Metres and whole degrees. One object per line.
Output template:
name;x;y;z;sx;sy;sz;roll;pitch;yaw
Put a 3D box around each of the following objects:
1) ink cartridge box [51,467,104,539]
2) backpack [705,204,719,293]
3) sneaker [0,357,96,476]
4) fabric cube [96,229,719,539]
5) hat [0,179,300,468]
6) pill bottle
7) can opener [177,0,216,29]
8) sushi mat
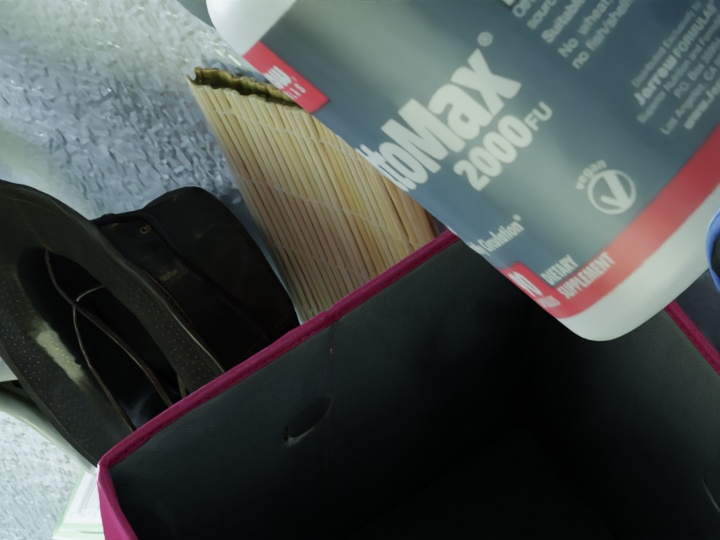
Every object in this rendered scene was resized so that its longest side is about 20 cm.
ink cartridge box;-0.031;0.144;1.341;0.200;0.059;0.104;35;159;-29
backpack;0.196;-0.002;0.699;0.200;0.147;0.183;36;157;-9
sneaker;-0.171;0.018;1.274;0.200;0.071;0.073;32;148;-12
fabric cube;0.042;0.128;1.009;0.196;0.200;0.199;51;161;22
hat;-0.079;0.013;1.156;0.200;0.081;0.201;36;156;19
pill bottle;0.027;-0.086;0.806;0.200;0.120;0.120;39;155;-6
can opener;-0.080;-0.141;0.920;0.200;0.066;0.053;33;157;19
sushi mat;0.000;0.000;1.120;0.096;0.012;0.200;21;152;32
